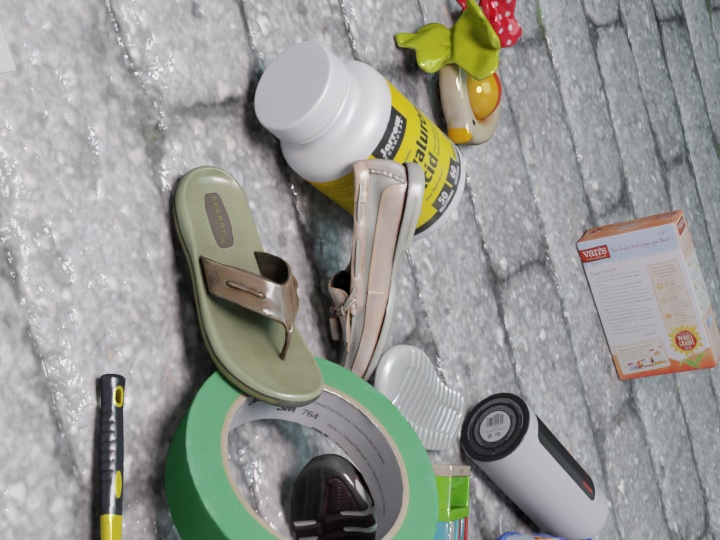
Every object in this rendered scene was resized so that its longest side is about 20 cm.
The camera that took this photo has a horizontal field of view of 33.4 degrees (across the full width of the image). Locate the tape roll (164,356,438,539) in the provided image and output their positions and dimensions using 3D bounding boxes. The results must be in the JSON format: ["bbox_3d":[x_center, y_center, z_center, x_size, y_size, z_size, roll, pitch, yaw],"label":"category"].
[{"bbox_3d":[-0.040,0.152,0.865,0.198,0.048,0.202,19,42,-17],"label":"tape roll"}]

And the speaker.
[{"bbox_3d":[0.186,0.213,1.262,0.200,0.080,0.082,48,44,-38],"label":"speaker"}]

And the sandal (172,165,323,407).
[{"bbox_3d":[-0.084,0.007,0.884,0.079,0.057,0.203,-11,71,-42],"label":"sandal"}]

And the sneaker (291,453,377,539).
[{"bbox_3d":[0.007,0.211,1.008,0.116,0.075,0.202,-61,139,-53],"label":"sneaker"}]

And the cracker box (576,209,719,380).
[{"bbox_3d":[0.376,0.034,1.557,0.058,0.133,0.202,-40,114,-54],"label":"cracker box"}]

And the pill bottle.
[{"bbox_3d":[-0.001,-0.112,1.048,0.199,0.110,0.113,34,53,-47],"label":"pill bottle"}]

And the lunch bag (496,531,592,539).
[{"bbox_3d":[0.196,0.348,1.226,0.199,0.075,0.163,29,64,-50],"label":"lunch bag"}]

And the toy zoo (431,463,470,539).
[{"bbox_3d":[0.076,0.275,1.071,0.131,0.020,0.203,34,58,-75],"label":"toy zoo"}]

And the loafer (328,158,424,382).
[{"bbox_3d":[0.000,0.000,1.016,0.072,0.062,0.203,-114,-144,-66],"label":"loafer"}]

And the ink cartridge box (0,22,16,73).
[{"bbox_3d":[-0.301,-0.189,0.673,0.176,0.044,0.203,-29,105,-55],"label":"ink cartridge box"}]

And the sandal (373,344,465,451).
[{"bbox_3d":[0.043,0.124,1.103,0.203,0.049,0.083,46,59,-58],"label":"sandal"}]

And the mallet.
[{"bbox_3d":[-0.169,0.166,0.779,0.065,0.041,0.203,11,67,-53],"label":"mallet"}]

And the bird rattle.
[{"bbox_3d":[0.115,-0.220,1.307,0.200,0.111,0.166,-37,124,-68],"label":"bird rattle"}]
